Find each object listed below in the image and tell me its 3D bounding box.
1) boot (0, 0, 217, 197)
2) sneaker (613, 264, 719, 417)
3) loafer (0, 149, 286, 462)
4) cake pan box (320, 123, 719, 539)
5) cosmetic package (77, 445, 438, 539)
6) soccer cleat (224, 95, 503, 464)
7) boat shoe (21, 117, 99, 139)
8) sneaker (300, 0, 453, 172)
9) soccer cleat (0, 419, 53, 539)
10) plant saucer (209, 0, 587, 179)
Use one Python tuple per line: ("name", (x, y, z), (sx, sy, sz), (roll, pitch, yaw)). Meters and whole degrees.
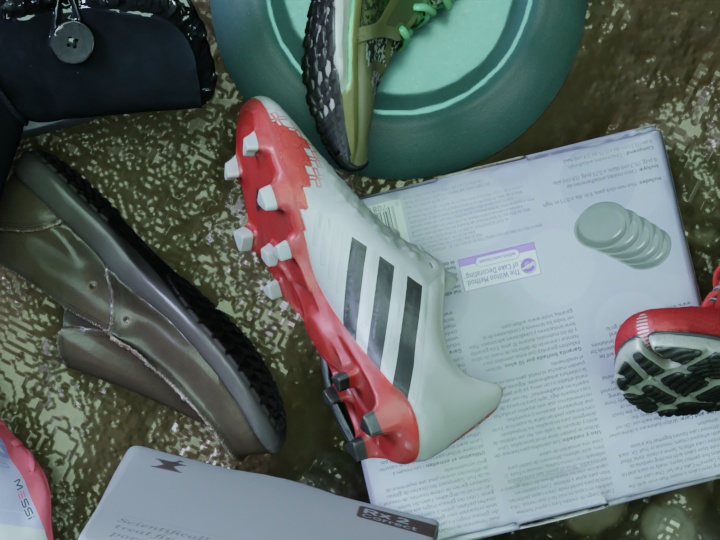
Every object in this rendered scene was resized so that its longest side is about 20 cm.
("boot", (-0.152, -0.075, 1.372), (0.167, 0.076, 0.201), (-6, 102, -6))
("sneaker", (0.190, 0.022, 1.404), (0.077, 0.199, 0.085), (-26, 73, 41))
("loafer", (-0.118, 0.029, 1.446), (0.071, 0.073, 0.200), (-45, 82, 7))
("cake pan box", (0.079, 0.038, 1.448), (0.199, 0.052, 0.185), (-15, 85, -1))
("cosmetic package", (-0.066, 0.214, 1.359), (0.164, 0.165, 0.201), (13, 103, 2))
("soccer cleat", (0.000, 0.000, 1.400), (0.085, 0.069, 0.201), (-21, 75, -24))
("boat shoe", (-0.228, -0.107, 1.445), (0.199, 0.071, 0.091), (-7, 90, 2))
("sneaker", (0.023, -0.147, 1.414), (0.088, 0.077, 0.201), (8, 87, -11))
("soccer cleat", (-0.200, 0.093, 1.430), (0.076, 0.067, 0.201), (-26, 102, -21))
("plant saucer", (0.020, -0.149, 1.466), (0.199, 0.036, 0.201), (0, 87, 0))
